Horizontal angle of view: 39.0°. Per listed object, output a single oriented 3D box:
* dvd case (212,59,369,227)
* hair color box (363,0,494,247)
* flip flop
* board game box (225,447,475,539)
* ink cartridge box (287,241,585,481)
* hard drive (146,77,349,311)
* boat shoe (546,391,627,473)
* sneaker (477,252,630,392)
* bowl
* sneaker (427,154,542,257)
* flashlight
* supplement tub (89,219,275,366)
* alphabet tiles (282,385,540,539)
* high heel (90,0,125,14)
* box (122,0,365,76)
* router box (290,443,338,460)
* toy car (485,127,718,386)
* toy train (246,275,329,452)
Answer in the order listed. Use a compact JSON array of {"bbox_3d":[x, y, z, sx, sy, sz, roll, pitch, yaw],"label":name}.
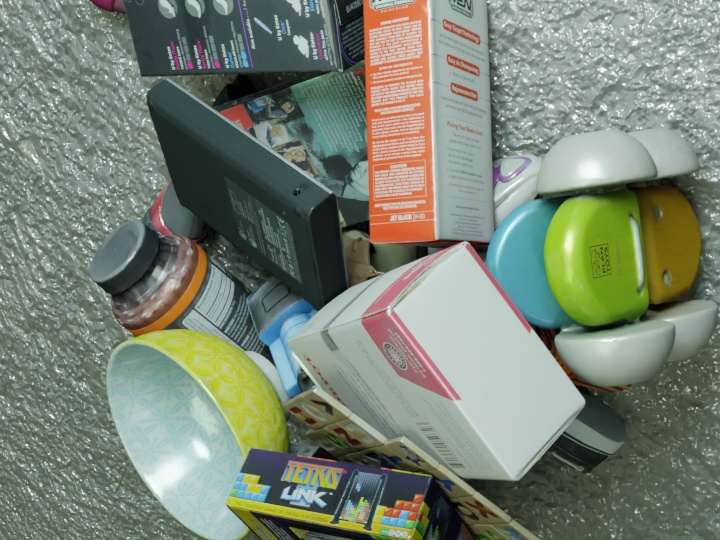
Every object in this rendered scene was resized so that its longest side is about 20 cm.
[{"bbox_3d":[-0.038,-0.101,0.902,0.199,0.022,0.146,-15,118,24],"label":"dvd case"},{"bbox_3d":[0.054,-0.120,0.783,0.061,0.101,0.201,-2,88,33],"label":"hair color box"},{"bbox_3d":[0.000,0.000,0.894,0.200,0.057,0.081,27,109,60],"label":"flip flop"},{"bbox_3d":[0.010,0.224,0.825,0.165,0.057,0.200,4,144,30],"label":"board game box"},{"bbox_3d":[0.046,0.073,0.752,0.147,0.083,0.200,52,156,-7],"label":"ink cartridge box"},{"bbox_3d":[-0.094,-0.061,0.852,0.200,0.033,0.140,36,154,28],"label":"hard drive"},{"bbox_3d":[0.138,0.119,0.897,0.199,0.074,0.068,27,118,-21],"label":"boat shoe"},{"bbox_3d":[0.150,0.075,0.837,0.199,0.112,0.078,27,127,-17],"label":"sneaker"},{"bbox_3d":[-0.126,0.132,0.920,0.200,0.108,0.201,24,128,35],"label":"bowl"},{"bbox_3d":[0.108,-0.020,0.883,0.099,0.075,0.200,31,130,-10],"label":"sneaker"},{"bbox_3d":[-0.149,-0.090,0.985,0.068,0.068,0.200,38,129,-5],"label":"flashlight"},{"bbox_3d":[-0.168,0.037,0.992,0.107,0.107,0.200,-16,135,35],"label":"supplement tub"},{"bbox_3d":[0.030,0.158,0.793,0.200,0.008,0.167,37,159,-6],"label":"alphabet tiles"},{"bbox_3d":[-0.207,-0.313,0.895,0.096,0.067,0.200,25,129,4],"label":"high heel"},{"bbox_3d":[-0.082,-0.227,0.836,0.199,0.122,0.106,4,118,28],"label":"box"},{"bbox_3d":[-0.001,0.249,0.964,0.199,0.052,0.158,0,116,31],"label":"router box"},{"bbox_3d":[0.171,-0.011,0.763,0.150,0.200,0.176,-5,94,39],"label":"toy car"},{"bbox_3d":[-0.033,0.081,0.937,0.087,0.200,0.114,-40,128,11],"label":"toy train"}]
